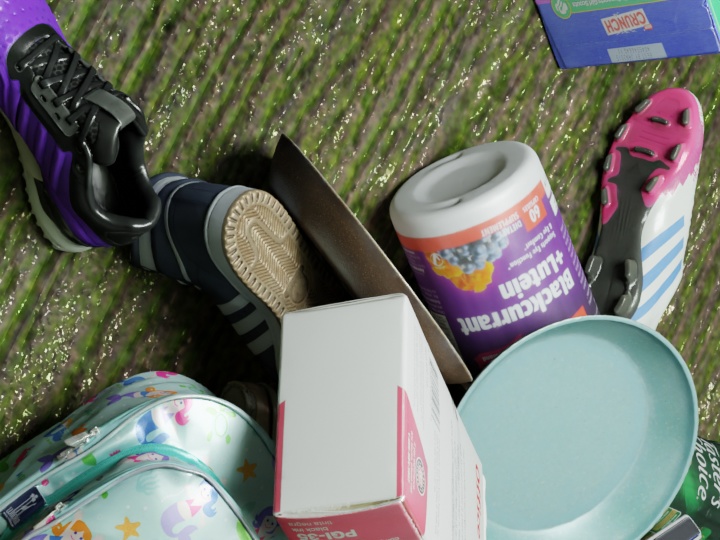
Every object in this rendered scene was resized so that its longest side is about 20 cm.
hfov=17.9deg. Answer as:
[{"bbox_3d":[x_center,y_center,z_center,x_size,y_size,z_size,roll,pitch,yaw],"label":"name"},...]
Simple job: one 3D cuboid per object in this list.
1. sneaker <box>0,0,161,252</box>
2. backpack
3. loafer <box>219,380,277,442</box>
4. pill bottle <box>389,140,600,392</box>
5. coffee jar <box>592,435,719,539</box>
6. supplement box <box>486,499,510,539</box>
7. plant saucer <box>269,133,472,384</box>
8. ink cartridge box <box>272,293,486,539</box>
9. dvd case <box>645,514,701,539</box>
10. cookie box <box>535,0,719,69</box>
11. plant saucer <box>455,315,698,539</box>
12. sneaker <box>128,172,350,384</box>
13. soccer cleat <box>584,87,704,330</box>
[{"bbox_3d":[-0.174,-0.103,1.367,0.070,0.099,0.201,-41,118,-32],"label":"sneaker"},{"bbox_3d":[-0.129,0.164,1.363,0.200,0.150,0.178,-38,109,-18],"label":"backpack"},{"bbox_3d":[-0.104,0.165,1.466,0.062,0.072,0.202,18,84,-32],"label":"loafer"},{"bbox_3d":[0.105,0.022,1.601,0.111,0.111,0.201,-38,115,-32],"label":"pill bottle"},{"bbox_3d":[0.224,0.161,1.714,0.199,0.085,0.105,27,37,-39],"label":"coffee jar"},{"bbox_3d":[0.012,0.180,1.562,0.199,0.068,0.067,12,79,-41],"label":"supplement box"},{"bbox_3d":[0.000,0.000,1.476,0.032,0.200,0.201,-38,119,-1],"label":"plant saucer"},{"bbox_3d":[0.016,0.133,1.397,0.201,0.082,0.148,65,21,-50],"label":"ink cartridge box"},{"bbox_3d":[0.141,0.256,1.633,0.199,0.151,0.025,-26,72,-36],"label":"dvd case"},{"bbox_3d":[0.251,-0.229,1.673,0.200,0.170,0.076,-38,113,-32],"label":"cookie box"},{"bbox_3d":[0.136,0.117,1.564,0.198,0.036,0.202,-9,116,-20],"label":"plant saucer"},{"bbox_3d":[-0.076,0.012,1.469,0.070,0.108,0.201,-54,138,-26],"label":"sneaker"},{"bbox_3d":[0.217,-0.036,1.731,0.086,0.069,0.202,32,74,-53],"label":"soccer cleat"}]
